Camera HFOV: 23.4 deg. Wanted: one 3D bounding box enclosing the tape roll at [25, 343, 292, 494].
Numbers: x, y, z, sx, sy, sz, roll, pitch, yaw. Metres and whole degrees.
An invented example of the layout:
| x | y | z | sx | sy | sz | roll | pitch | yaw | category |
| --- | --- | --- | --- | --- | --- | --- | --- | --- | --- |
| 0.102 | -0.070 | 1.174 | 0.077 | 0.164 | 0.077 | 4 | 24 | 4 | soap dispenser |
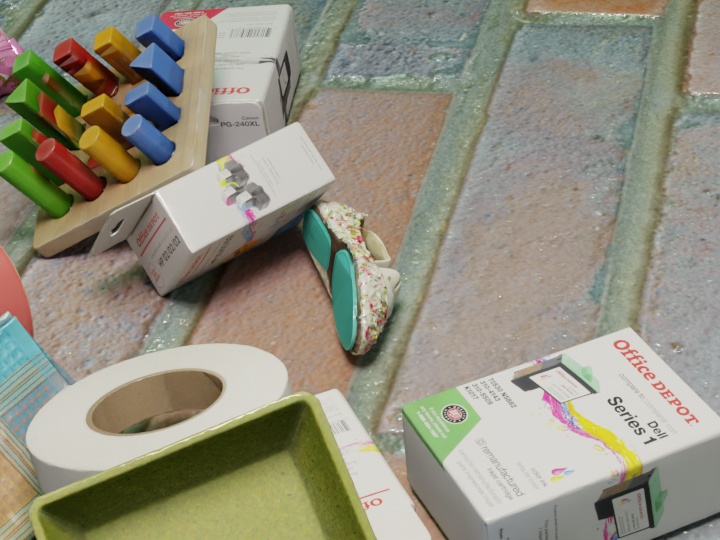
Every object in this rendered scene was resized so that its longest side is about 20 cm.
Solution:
| x | y | z | sx | sy | sz | roll | pitch | yaw | category |
| --- | --- | --- | --- | --- | --- | --- | --- | --- | --- |
| -0.148 | 0.113 | 1.296 | 0.202 | 0.037 | 0.203 | -11 | 22 | 4 | tape roll |

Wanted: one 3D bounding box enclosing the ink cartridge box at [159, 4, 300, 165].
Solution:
| x | y | z | sx | sy | sz | roll | pitch | yaw | category |
| --- | --- | --- | --- | --- | --- | --- | --- | --- | --- |
| -0.149 | -0.188 | 1.788 | 0.145 | 0.084 | 0.200 | -1 | 37 | 9 | ink cartridge box |

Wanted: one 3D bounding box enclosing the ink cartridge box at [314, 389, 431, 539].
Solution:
| x | y | z | sx | sy | sz | roll | pitch | yaw | category |
| --- | --- | --- | --- | --- | --- | --- | --- | --- | --- |
| -0.031 | 0.178 | 1.260 | 0.117 | 0.067 | 0.200 | -17 | 33 | -13 | ink cartridge box |

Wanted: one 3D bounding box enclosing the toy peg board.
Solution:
| x | y | z | sx | sy | sz | roll | pitch | yaw | category |
| --- | --- | --- | --- | --- | --- | --- | --- | --- | --- |
| -0.246 | -0.148 | 1.625 | 0.199 | 0.098 | 0.200 | -25 | 45 | 28 | toy peg board |

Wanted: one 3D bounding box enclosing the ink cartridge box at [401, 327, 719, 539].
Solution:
| x | y | z | sx | sy | sz | roll | pitch | yaw | category |
| --- | --- | --- | --- | --- | --- | --- | --- | --- | --- |
| 0.151 | 0.137 | 1.279 | 0.200 | 0.084 | 0.145 | -18 | 37 | -16 | ink cartridge box |

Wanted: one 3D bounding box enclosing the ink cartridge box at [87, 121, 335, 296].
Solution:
| x | y | z | sx | sy | sz | roll | pitch | yaw | category |
| --- | --- | --- | --- | --- | --- | --- | --- | --- | --- |
| -0.134 | -0.046 | 1.550 | 0.200 | 0.115 | 0.068 | -28 | 81 | -27 | ink cartridge box |

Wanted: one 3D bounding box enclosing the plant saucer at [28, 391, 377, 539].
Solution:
| x | y | z | sx | sy | sz | roll | pitch | yaw | category |
| --- | --- | --- | --- | --- | --- | --- | --- | --- | --- |
| -0.085 | 0.206 | 1.118 | 0.199 | 0.048 | 0.200 | -21 | 80 | -9 | plant saucer |

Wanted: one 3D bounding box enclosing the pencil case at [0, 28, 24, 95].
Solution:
| x | y | z | sx | sy | sz | roll | pitch | yaw | category |
| --- | --- | --- | --- | --- | --- | --- | --- | --- | --- |
| -0.454 | -0.194 | 1.849 | 0.200 | 0.083 | 0.086 | -31 | 41 | -31 | pencil case |

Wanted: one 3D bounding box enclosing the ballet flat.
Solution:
| x | y | z | sx | sy | sz | roll | pitch | yaw | category |
| --- | --- | --- | --- | --- | --- | --- | --- | --- | --- |
| 0.000 | 0.000 | 1.514 | 0.064 | 0.076 | 0.200 | 2 | 36 | -17 | ballet flat |

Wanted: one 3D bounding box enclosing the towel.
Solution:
| x | y | z | sx | sy | sz | roll | pitch | yaw | category |
| --- | --- | --- | --- | --- | --- | --- | --- | --- | --- |
| -0.285 | 0.139 | 1.327 | 0.022 | 0.147 | 0.200 | -37 | 6 | 48 | towel |

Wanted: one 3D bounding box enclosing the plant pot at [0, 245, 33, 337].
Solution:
| x | y | z | sx | sy | sz | roll | pitch | yaw | category |
| --- | --- | --- | --- | --- | --- | --- | --- | --- | --- |
| -0.377 | 0.052 | 1.413 | 0.177 | 0.201 | 0.200 | -22 | 37 | -39 | plant pot |
